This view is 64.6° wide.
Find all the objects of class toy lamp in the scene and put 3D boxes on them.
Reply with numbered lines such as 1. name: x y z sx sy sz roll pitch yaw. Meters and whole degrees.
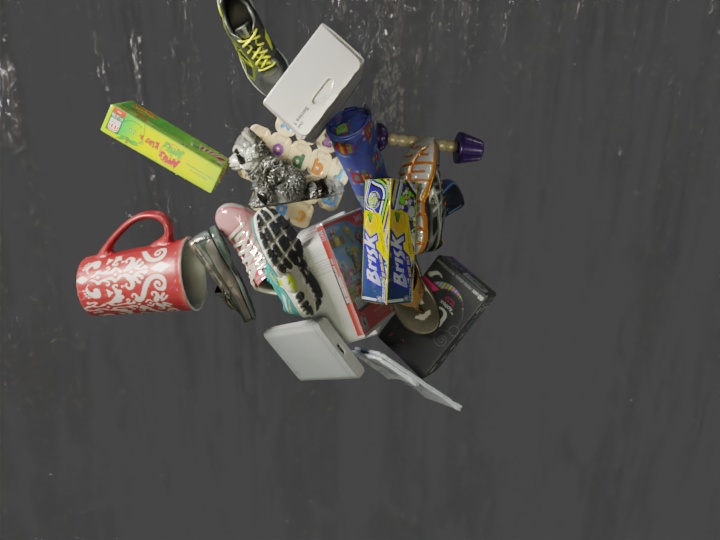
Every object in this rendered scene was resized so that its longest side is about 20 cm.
1. toy lamp: 0.124 -0.227 1.026 0.195 0.058 0.060 5 109 -3

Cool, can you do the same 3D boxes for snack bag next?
1. snack bag: 0.084 0.210 1.111 0.198 0.188 0.022 34 78 -10

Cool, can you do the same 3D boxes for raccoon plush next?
1. raccoon plush: -0.135 -0.188 1.014 0.197 0.096 0.137 -12 96 -31

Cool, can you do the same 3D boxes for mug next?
1. mug: -0.400 -0.003 1.049 0.195 0.134 0.182 -7 78 4

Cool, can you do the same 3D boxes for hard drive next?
1. hard drive: -0.093 0.155 1.091 0.133 0.198 0.027 54 54 -17

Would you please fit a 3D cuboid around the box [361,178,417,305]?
1. box: 0.048 -0.048 0.953 0.069 0.064 0.205 -3 96 -43

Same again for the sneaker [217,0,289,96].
1. sneaker: -0.181 -0.372 0.941 0.074 0.085 0.202 -29 108 8

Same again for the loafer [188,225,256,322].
1. loafer: -0.257 0.015 1.069 0.062 0.072 0.203 -23 116 -10

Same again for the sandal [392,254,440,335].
1. sandal: 0.085 0.020 1.011 0.080 0.055 0.205 -14 94 9

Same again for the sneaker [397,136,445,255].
1. sneaker: 0.114 -0.128 0.993 0.076 0.078 0.205 3 94 -39

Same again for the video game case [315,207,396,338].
1. video game case: 0.000 0.000 0.999 0.017 0.142 0.204 -18 96 33

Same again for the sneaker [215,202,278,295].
1. sneaker: -0.192 -0.034 1.045 0.075 0.105 0.200 -39 108 23

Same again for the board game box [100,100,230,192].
1. board game box: -0.326 -0.214 0.978 0.197 0.102 0.048 30 105 -13

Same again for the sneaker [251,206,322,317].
1. sneaker: -0.138 -0.007 0.961 0.078 0.077 0.203 -4 116 40

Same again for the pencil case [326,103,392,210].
1. pencil case: 0.006 -0.191 0.979 0.076 0.088 0.201 -1 145 21

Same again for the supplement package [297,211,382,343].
1. supplement package: -0.042 0.019 1.051 0.116 0.117 0.202 -20 111 31

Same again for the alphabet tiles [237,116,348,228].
1. alphabet tiles: -0.120 -0.187 1.046 0.196 0.015 0.199 19 105 -10

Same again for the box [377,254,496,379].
1. box: 0.147 0.086 1.087 0.122 0.106 0.202 40 105 18

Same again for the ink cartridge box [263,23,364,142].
1. ink cartridge box: -0.069 -0.287 0.906 0.084 0.200 0.145 39 98 -7

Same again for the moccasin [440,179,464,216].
1. moccasin: 0.113 -0.081 1.064 0.199 0.081 0.068 -38 115 12
